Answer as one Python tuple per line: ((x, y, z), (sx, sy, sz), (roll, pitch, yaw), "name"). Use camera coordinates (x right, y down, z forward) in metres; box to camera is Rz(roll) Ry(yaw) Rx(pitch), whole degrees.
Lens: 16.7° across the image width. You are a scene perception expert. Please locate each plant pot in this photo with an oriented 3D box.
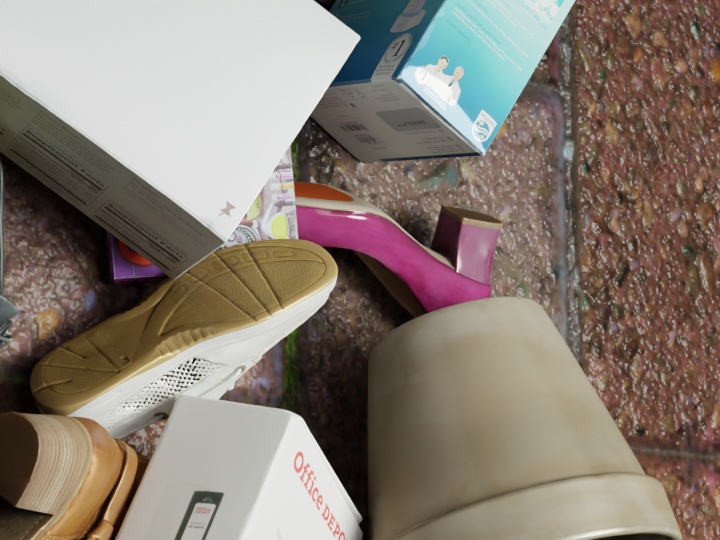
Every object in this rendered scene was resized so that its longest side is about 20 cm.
((0.081, 0.119, 1.544), (0.199, 0.200, 0.174), (1, 64, -39), "plant pot")

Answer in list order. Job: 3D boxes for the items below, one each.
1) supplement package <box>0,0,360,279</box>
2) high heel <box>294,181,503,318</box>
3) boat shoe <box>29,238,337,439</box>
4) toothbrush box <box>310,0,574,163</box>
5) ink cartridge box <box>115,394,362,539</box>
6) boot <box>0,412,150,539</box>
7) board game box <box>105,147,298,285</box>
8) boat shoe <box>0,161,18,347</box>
((-0.132, -0.123, 1.432), (0.200, 0.111, 0.156), (37, 69, -11), "supplement package")
((0.000, 0.000, 1.599), (0.199, 0.067, 0.097), (9, 103, -24), "high heel")
((-0.102, 0.048, 1.475), (0.199, 0.071, 0.070), (-26, 134, -15), "boat shoe")
((0.059, -0.175, 1.599), (0.085, 0.146, 0.201), (39, 69, -26), "toothbrush box")
((-0.085, 0.195, 1.430), (0.146, 0.084, 0.201), (64, 41, -51), "ink cartridge box")
((-0.194, 0.175, 1.387), (0.200, 0.074, 0.155), (-55, 154, 3), "boot")
((-0.104, -0.095, 1.520), (0.119, 0.032, 0.201), (-5, 83, -11), "board game box")
((-0.222, 0.017, 1.368), (0.075, 0.066, 0.200), (48, 32, -49), "boat shoe")
